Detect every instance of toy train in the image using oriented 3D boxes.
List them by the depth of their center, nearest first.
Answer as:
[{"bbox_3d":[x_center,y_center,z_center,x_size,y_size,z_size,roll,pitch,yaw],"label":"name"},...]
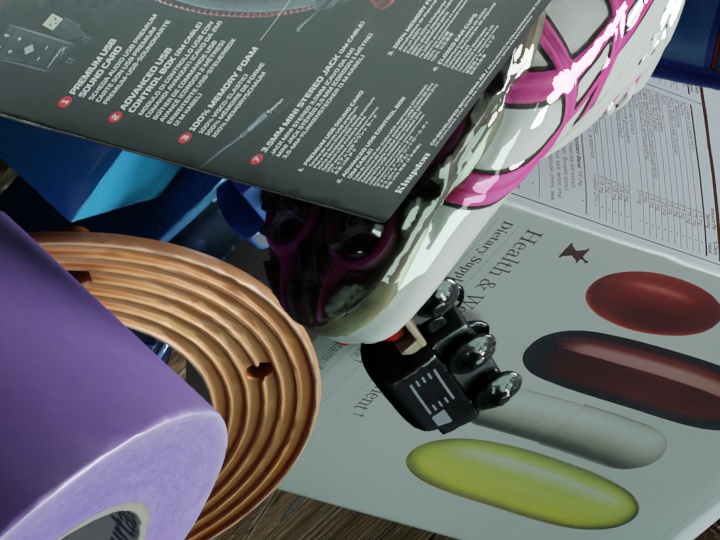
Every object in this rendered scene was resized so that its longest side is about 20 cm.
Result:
[{"bbox_3d":[0.000,0.000,0.915,0.046,0.034,0.200,-34,145,2],"label":"toy train"}]

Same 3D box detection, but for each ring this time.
[{"bbox_3d":[-0.111,0.047,0.911,0.199,0.019,0.201,-9,144,-7],"label":"ring"}]

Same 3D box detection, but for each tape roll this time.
[{"bbox_3d":[-0.132,0.085,0.776,0.200,0.085,0.200,-47,168,-13],"label":"tape roll"}]

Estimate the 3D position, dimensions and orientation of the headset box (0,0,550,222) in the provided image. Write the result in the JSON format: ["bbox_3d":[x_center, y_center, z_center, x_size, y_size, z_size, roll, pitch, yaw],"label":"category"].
[{"bbox_3d":[-0.032,-0.105,0.669,0.199,0.075,0.149,13,119,-49],"label":"headset box"}]

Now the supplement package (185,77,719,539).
[{"bbox_3d":[0.066,-0.008,1.084,0.191,0.199,0.148,-46,-144,43],"label":"supplement package"}]

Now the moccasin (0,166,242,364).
[{"bbox_3d":[-0.088,0.007,0.949,0.200,0.081,0.068,-36,134,29],"label":"moccasin"}]

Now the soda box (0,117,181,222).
[{"bbox_3d":[-0.036,-0.112,0.831,0.200,0.064,0.068,-53,169,18],"label":"soda box"}]

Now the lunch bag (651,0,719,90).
[{"bbox_3d":[0.131,-0.123,0.978,0.151,0.199,0.094,-64,150,-45],"label":"lunch bag"}]

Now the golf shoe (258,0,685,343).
[{"bbox_3d":[0.048,-0.060,0.804,0.092,0.072,0.201,40,74,-38],"label":"golf shoe"}]
